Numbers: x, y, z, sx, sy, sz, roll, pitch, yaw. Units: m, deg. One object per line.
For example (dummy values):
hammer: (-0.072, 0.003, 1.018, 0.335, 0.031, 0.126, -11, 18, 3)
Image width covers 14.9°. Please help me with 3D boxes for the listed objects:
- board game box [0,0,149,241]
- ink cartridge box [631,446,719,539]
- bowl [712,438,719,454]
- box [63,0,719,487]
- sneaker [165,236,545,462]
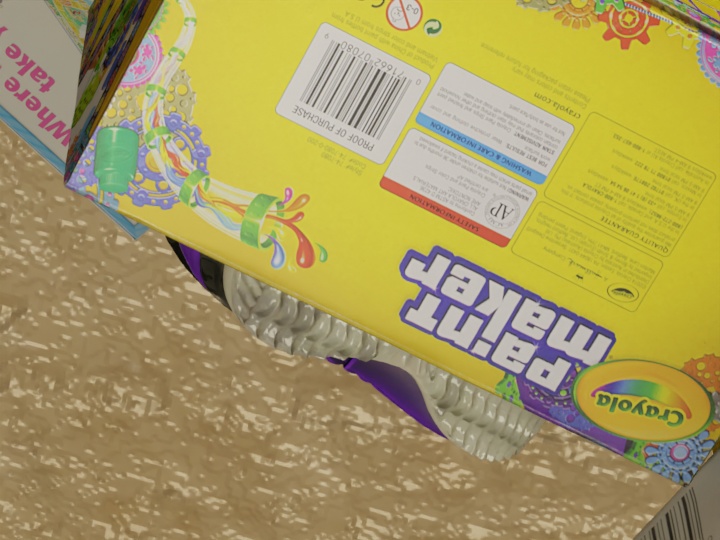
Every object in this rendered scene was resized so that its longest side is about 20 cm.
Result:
board game box: (-0.103, -0.118, 0.945, 0.200, 0.034, 0.134, 43, 122, -16)
ink cartridge box: (0.197, 0.082, 0.819, 0.200, 0.041, 0.200, 22, 126, -25)
bowl: (0.173, 0.004, 0.904, 0.108, 0.200, 0.200, 34, 138, 41)
box: (0.029, -0.061, 0.831, 0.200, 0.193, 0.122, 26, 107, -11)
sneaker: (0.000, -0.001, 0.970, 0.200, 0.099, 0.070, 32, 93, -49)
